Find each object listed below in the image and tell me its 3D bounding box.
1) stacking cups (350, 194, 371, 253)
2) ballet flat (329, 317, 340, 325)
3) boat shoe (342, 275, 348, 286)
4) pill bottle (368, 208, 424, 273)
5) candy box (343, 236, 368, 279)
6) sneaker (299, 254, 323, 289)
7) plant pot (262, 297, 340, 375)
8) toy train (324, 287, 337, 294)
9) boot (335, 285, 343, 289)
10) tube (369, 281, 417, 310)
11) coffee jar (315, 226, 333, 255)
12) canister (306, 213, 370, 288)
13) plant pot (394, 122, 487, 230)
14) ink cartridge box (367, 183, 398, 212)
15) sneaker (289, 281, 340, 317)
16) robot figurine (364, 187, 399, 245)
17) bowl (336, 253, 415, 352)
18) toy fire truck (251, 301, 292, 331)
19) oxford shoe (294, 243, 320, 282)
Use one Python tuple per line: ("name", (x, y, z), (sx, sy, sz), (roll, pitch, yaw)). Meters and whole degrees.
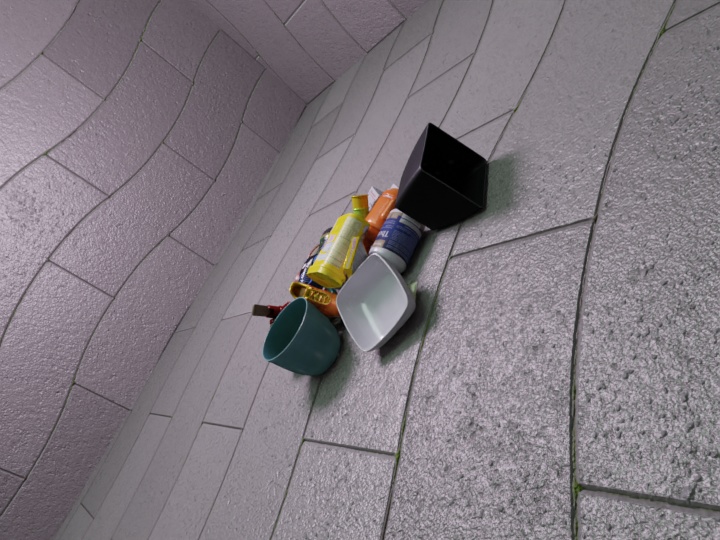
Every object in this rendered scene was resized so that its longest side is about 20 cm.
("stacking cups", (0.007, -0.134, 1.671), (0.060, 0.060, 0.202), (9, 106, 63))
("ballet flat", (-0.060, 0.118, 1.589), (0.199, 0.067, 0.067), (-33, 53, 25))
("boat shoe", (0.000, 0.000, 1.584), (0.075, 0.092, 0.201), (-48, 22, 28))
("pill bottle", (0.091, -0.061, 1.484), (0.111, 0.111, 0.201), (-6, 52, 59))
("candy box", (0.002, 0.006, 1.476), (0.026, 0.200, 0.103), (3, 58, 19))
("sneaker", (-0.162, 0.041, 1.690), (0.078, 0.070, 0.201), (-13, 51, 47))
("plant pot", (-0.154, 0.204, 1.519), (0.200, 0.161, 0.201), (-40, 27, 26))
("toy train", (-0.149, 0.085, 1.735), (0.199, 0.055, 0.151), (-32, 57, 37))
("boot", (-0.049, -0.005, 1.695), (0.074, 0.095, 0.201), (-55, 9, 40))
("tube", (0.073, 0.082, 1.407), (0.052, 0.058, 0.199), (-27, 8, -42))
("coffee jar", (-0.105, -0.048, 1.834), (0.085, 0.104, 0.201), (-23, 39, 43))
("canister", (-0.062, -0.058, 1.552), (0.201, 0.086, 0.148), (-63, 19, -15))
("plant pot", (0.200, -0.229, 1.429), (0.177, 0.199, 0.200), (-44, 24, 45))
("ink cartridge box", (0.047, -0.197, 1.751), (0.201, 0.066, 0.116), (-61, 20, 15))
("sneaker", (-0.123, 0.085, 1.549), (0.199, 0.077, 0.073), (13, 76, 27))
("robot figurine", (0.087, -0.163, 1.623), (0.116, 0.144, 0.201), (25, 78, 45))
("bowl", (0.047, 0.083, 1.350), (0.200, 0.074, 0.201), (-50, 50, 24))
("toy fire truck", (-0.254, 0.175, 1.634), (0.129, 0.199, 0.177), (-33, 51, 55))
("oxford shoe", (-0.162, -0.014, 1.964), (0.074, 0.071, 0.201), (9, 60, 34))
